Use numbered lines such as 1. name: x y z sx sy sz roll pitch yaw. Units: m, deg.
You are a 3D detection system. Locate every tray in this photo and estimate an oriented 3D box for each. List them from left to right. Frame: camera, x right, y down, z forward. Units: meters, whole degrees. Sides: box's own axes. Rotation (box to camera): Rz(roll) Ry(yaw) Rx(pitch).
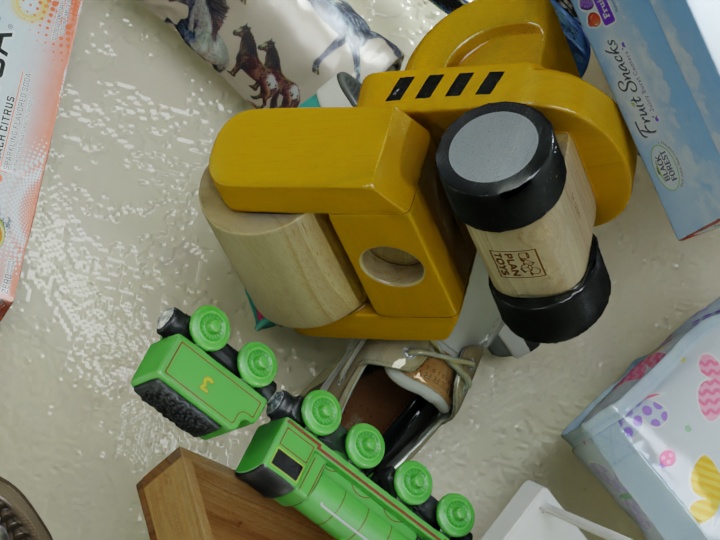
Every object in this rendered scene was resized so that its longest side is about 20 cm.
1. tray: -0.018 0.163 1.399 0.200 0.037 0.099 28 31 -41

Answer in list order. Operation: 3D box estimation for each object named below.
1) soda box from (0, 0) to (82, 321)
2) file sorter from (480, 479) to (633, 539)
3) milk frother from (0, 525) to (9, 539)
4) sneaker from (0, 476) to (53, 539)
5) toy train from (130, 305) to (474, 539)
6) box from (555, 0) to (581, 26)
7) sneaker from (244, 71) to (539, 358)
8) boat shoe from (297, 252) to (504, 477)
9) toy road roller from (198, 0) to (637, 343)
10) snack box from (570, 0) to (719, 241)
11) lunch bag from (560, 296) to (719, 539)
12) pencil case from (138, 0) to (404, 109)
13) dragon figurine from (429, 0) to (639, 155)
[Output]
1. soda box: -0.195 -0.072 1.469 0.068 0.064 0.200 16 68 -13
2. file sorter: 0.126 0.228 1.389 0.139 0.125 0.200 -51 129 -17
3. milk frother: -0.166 0.244 1.312 0.180 0.200 0.188 -6 56 -55
4. sneaker: -0.152 0.181 1.404 0.070 0.076 0.200 -24 105 -5
5. toy train: -0.026 0.090 1.387 0.200 0.042 0.056 39 58 -19
6. box: 0.204 -0.184 1.517 0.200 0.050 0.199 -43 84 -2
7. sneaker: 0.000 0.000 1.504 0.121 0.084 0.200 -34 122 11
8. boat shoe: 0.030 0.047 1.452 0.075 0.068 0.200 30 101 -25
9. toy road roller: 0.035 -0.054 1.387 0.200 0.123 0.146 -2 52 21
10. snack box: 0.195 -0.119 1.395 0.200 0.068 0.169 -19 84 -48
11. lunch bag: 0.203 0.107 1.469 0.170 0.127 0.200 51 27 4
12. pencil case: -0.069 -0.142 1.527 0.200 0.089 0.078 42 37 -3
13. dragon figurine: 0.087 -0.114 1.556 0.059 0.099 0.200 -34 86 -25
